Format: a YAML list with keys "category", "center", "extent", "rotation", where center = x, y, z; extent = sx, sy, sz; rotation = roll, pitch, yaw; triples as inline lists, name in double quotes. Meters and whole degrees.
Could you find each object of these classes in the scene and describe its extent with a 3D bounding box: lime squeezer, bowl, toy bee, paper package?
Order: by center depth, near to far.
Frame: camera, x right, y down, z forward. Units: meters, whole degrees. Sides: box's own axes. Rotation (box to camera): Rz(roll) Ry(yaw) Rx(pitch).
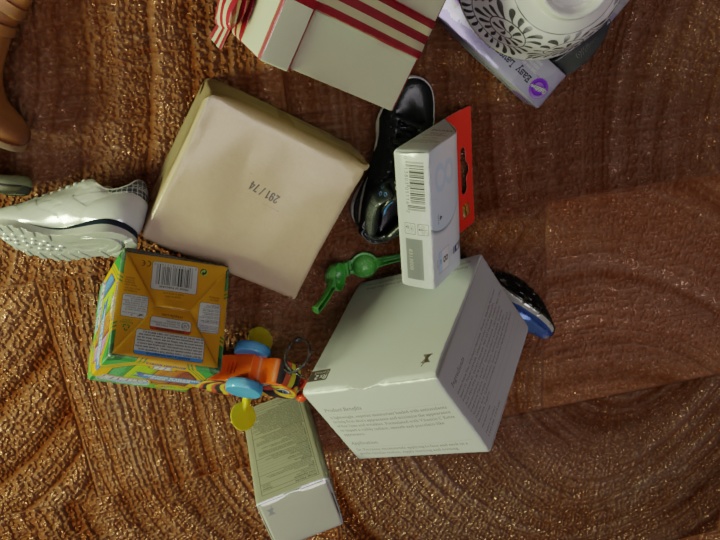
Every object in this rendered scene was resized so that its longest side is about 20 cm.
- category: "bowl"
  center: [0.213, -0.319, 0.842]
  extent: [0.199, 0.094, 0.202]
  rotation: [-5, 115, -11]
- category: "paper package"
  center: [-0.126, -0.094, 0.919]
  extent: [0.199, 0.104, 0.191]
  rotation: [23, 107, -22]
- category: "toy bee"
  center: [-0.123, 0.144, 1.006]
  extent: [0.109, 0.199, 0.131]
  rotation: [41, 71, -45]
- category: "lime squeezer"
  center: [0.000, 0.000, 1.012]
  extent: [0.199, 0.070, 0.038]
  rotation: [-25, 103, -34]

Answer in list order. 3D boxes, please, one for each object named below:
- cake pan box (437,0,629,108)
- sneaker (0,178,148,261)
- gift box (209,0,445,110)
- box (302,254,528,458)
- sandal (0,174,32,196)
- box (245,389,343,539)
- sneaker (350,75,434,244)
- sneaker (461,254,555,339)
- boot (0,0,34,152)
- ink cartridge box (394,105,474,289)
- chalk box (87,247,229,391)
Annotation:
- category: "cake pan box"
  center: [0.199, -0.318, 0.919]
  extent: [0.200, 0.052, 0.184]
  rotation: [36, 104, -24]
- category: "sneaker"
  center: [-0.330, -0.061, 0.895]
  extent: [0.199, 0.081, 0.076]
  rotation: [2, 157, 17]
- category: "gift box"
  center: [-0.046, -0.287, 0.811]
  extent: [0.186, 0.200, 0.185]
  rotation: [15, 107, -34]
- category: "box"
  center: [0.071, 0.108, 0.958]
  extent: [0.198, 0.200, 0.131]
  rotation: [-14, 125, 38]
- category: "sandal"
  center: [-0.460, -0.125, 0.855]
  extent: [0.200, 0.080, 0.058]
  rotation: [11, 94, -24]
- category: "box"
  center: [-0.092, 0.251, 1.025]
  extent: [0.094, 0.200, 0.078]
  rotation: [-19, 117, -4]
- category: "sneaker"
  center: [0.052, -0.124, 0.938]
  extent: [0.073, 0.112, 0.201]
  rotation: [13, 110, -18]
- category: "sneaker"
  center: [0.173, 0.048, 1.071]
  extent: [0.199, 0.079, 0.089]
  rotation: [25, 114, -13]
- category: "boot"
  center: [-0.382, -0.235, 0.812]
  extent: [0.154, 0.074, 0.200]
  rotation: [-38, 116, 8]
- category: "ink cartridge box"
  center: [0.108, -0.092, 0.929]
  extent: [0.047, 0.200, 0.161]
  rotation: [10, 119, 31]
- category: "chalk box"
  center: [-0.244, 0.069, 0.927]
  extent: [0.124, 0.200, 0.125]
  rotation: [10, 69, -23]
